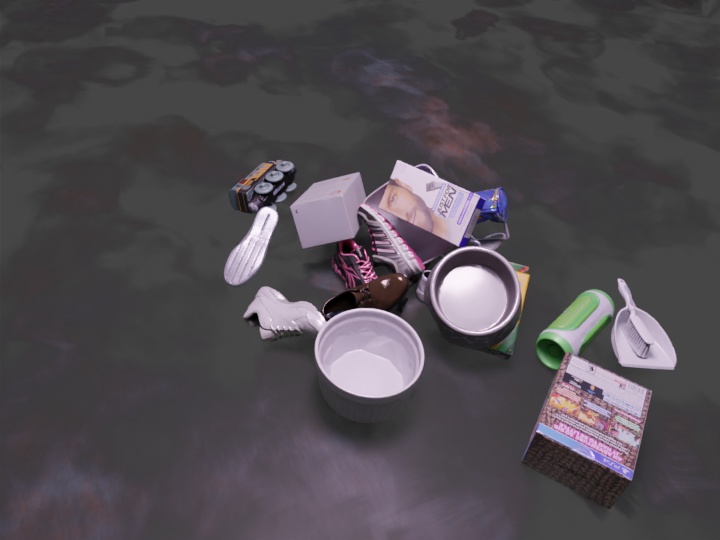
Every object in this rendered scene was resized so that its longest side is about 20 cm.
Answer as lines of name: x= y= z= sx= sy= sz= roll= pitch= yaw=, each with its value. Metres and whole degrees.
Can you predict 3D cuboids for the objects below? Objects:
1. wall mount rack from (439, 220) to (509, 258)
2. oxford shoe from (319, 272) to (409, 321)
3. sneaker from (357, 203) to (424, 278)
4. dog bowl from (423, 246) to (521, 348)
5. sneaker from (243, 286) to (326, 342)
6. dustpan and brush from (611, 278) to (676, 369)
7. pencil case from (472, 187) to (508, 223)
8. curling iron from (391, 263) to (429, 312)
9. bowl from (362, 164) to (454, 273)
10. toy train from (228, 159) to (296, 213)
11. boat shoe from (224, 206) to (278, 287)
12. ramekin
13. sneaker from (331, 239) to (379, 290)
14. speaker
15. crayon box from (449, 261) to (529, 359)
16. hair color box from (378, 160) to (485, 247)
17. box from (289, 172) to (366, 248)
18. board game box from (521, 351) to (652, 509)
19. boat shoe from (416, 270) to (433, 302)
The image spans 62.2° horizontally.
wall mount rack: x=0.246 y=-0.069 z=1.399 sx=0.172 sy=0.076 sz=0.199 roll=0 pitch=28 yaw=48
oxford shoe: x=0.011 y=0.059 z=1.181 sx=0.197 sy=0.085 sz=0.074 roll=-27 pitch=77 yaw=-7
sneaker: x=0.046 y=-0.053 z=1.280 sx=0.087 sy=0.074 sz=0.201 roll=-41 pitch=78 yaw=10
dog bowl: x=0.220 y=0.046 z=1.158 sx=0.195 sy=0.059 sz=0.205 roll=-1 pitch=71 yaw=4
sneaker: x=-0.145 y=0.108 z=1.159 sx=0.197 sy=0.079 sz=0.100 roll=16 pitch=52 yaw=33
dustpan and brush: x=0.571 y=0.105 z=1.247 sx=0.136 sy=0.058 sz=0.202 roll=6 pitch=42 yaw=-13
pencil case: x=0.236 y=-0.133 z=1.360 sx=0.196 sy=0.079 sz=0.087 roll=-9 pitch=26 yaw=25
curling iron: x=0.111 y=0.026 z=1.302 sx=0.025 sy=0.050 sz=0.200 roll=21 pitch=40 yaw=15
bowl: x=0.121 y=-0.109 z=1.329 sx=0.074 sy=0.197 sz=0.203 roll=6 pitch=58 yaw=-65
toy train: x=-0.238 y=-0.211 z=1.480 sx=0.112 sy=0.087 sz=0.201 roll=12 pitch=42 yaw=20
boat shoe: x=-0.232 y=-0.042 z=1.310 sx=0.071 sy=0.071 sz=0.202 roll=26 pitch=65 yaw=3
ramekin: x=0.012 y=0.177 z=1.080 sx=0.195 sy=0.107 sz=0.203 roll=4 pitch=43 yaw=-4
sneaker: x=0.000 y=0.000 z=1.274 sx=0.078 sy=0.097 sz=0.201 roll=-19 pitch=50 yaw=-28
speaker: x=0.438 y=0.117 z=1.210 sx=0.088 sy=0.090 sz=0.199 roll=36 pitch=50 yaw=28
crayon box: x=0.264 y=0.062 z=1.206 sx=0.124 sy=0.051 sz=0.204 roll=14 pitch=72 yaw=9
hair color box: x=0.148 y=-0.139 z=1.245 sx=0.197 sy=0.111 sz=0.064 roll=28 pitch=11 yaw=24
box: x=-0.063 y=-0.138 z=1.338 sx=0.122 sy=0.099 sz=0.201 roll=-11 pitch=19 yaw=16
board game box: x=0.393 y=0.270 z=1.034 sx=0.157 sy=0.098 sz=0.200 roll=25 pitch=46 yaw=19
boat shoe: x=0.220 y=0.038 z=1.279 sx=0.195 sy=0.069 sz=0.073 roll=13 pitch=43 yaw=7
